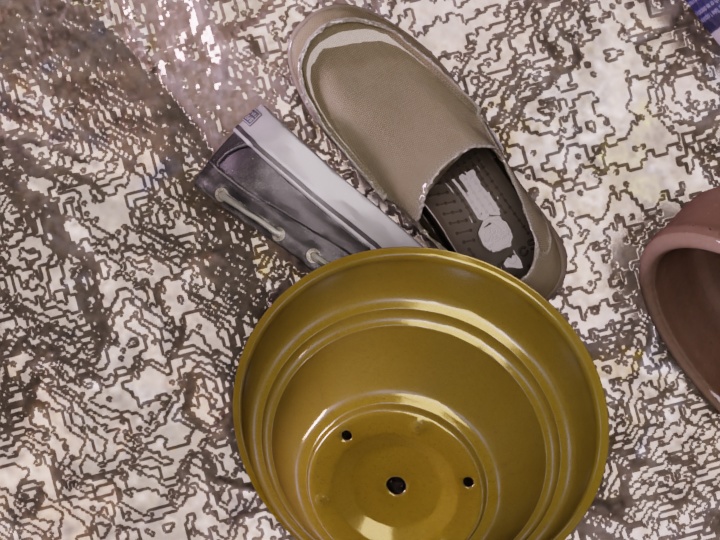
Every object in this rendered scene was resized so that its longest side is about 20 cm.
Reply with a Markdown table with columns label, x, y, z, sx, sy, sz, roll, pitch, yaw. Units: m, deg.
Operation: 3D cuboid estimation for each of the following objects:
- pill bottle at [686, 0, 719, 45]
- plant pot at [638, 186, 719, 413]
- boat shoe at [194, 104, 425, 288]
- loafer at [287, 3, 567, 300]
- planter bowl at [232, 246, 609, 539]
| label | x | y | z | sx | sy | sz | roll | pitch | yaw |
| --- | --- | --- | --- | --- | --- | --- | --- | --- | --- |
| pill bottle | 0.209 | -0.184 | 1.548 | 0.111 | 0.111 | 0.200 | -36 | 90 | -2 |
| plant pot | 0.275 | 0.000 | 1.523 | 0.200 | 0.200 | 0.175 | 46 | 72 | -1 |
| boat shoe | 0.000 | 0.000 | 1.563 | 0.200 | 0.071 | 0.064 | 42 | 91 | 5 |
| loafer | 0.040 | -0.063 | 1.562 | 0.076 | 0.068 | 0.200 | -43 | 90 | -2 |
| planter bowl | 0.024 | 0.095 | 1.512 | 0.200 | 0.083 | 0.200 | 4 | 112 | 9 |
